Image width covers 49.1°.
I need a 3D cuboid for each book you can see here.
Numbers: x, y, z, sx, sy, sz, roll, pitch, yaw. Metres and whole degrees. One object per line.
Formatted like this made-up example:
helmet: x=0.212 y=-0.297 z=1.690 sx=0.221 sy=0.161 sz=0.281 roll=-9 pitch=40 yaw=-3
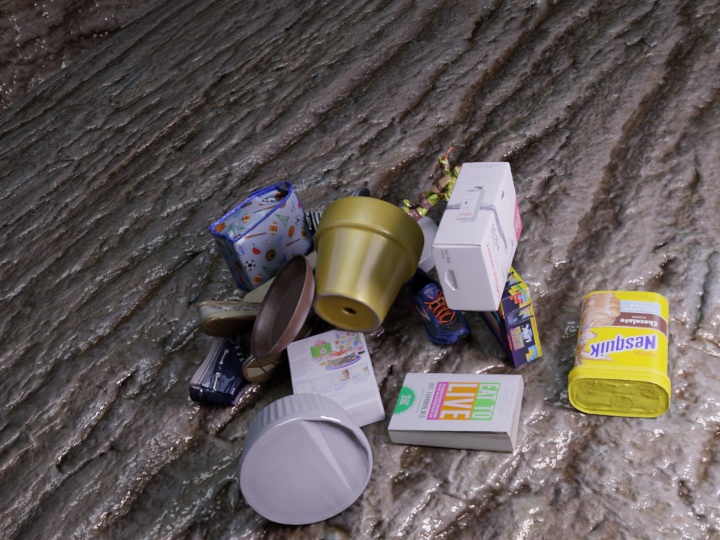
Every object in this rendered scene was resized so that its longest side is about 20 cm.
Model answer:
book: x=0.158 y=0.225 z=1.285 sx=0.199 sy=0.048 sz=0.134 roll=-3 pitch=37 yaw=23

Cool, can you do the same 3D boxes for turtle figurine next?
turtle figurine: x=0.164 y=-0.171 z=1.637 sx=0.161 sy=0.064 sz=0.200 roll=-37 pitch=30 yaw=20

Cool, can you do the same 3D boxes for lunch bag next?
lunch bag: x=-0.199 y=-0.072 z=1.687 sx=0.200 sy=0.170 sz=0.124 roll=-41 pitch=44 yaw=-23

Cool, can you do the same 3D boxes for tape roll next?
tape roll: x=0.072 y=-0.047 z=1.646 sx=0.202 sy=0.037 sz=0.203 roll=-12 pitch=39 yaw=10

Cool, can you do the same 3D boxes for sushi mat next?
sushi mat: x=-0.160 y=0.022 z=1.578 sx=0.200 sy=0.012 sz=0.096 roll=-32 pitch=17 yaw=15

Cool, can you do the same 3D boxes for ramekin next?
ramekin: x=-0.088 y=0.280 z=1.205 sx=0.202 sy=0.203 sz=0.094 roll=-21 pitch=27 yaw=-2

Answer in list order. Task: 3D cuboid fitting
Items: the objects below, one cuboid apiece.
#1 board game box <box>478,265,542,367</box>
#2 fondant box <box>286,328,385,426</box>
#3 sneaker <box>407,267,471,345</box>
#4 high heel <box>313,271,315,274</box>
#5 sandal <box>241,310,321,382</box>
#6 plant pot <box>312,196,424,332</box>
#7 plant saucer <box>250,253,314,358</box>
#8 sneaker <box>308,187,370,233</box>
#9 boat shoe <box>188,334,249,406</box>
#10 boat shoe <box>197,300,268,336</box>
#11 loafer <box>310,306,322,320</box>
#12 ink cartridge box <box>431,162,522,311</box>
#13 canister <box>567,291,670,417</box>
board game box: x=0.235 y=0.041 z=1.367 sx=0.056 sy=0.166 sz=0.200 roll=-22 pitch=38 yaw=-4
fondant box: x=-0.047 y=0.193 z=1.392 sx=0.144 sy=0.058 sz=0.200 roll=-17 pitch=39 yaw=1
sneaker: x=0.134 y=0.065 z=1.452 sx=0.075 sy=0.079 sz=0.200 roll=-29 pitch=39 yaw=-11
high heel: x=-0.039 y=-0.018 z=1.625 sx=0.096 sy=0.068 sz=0.200 roll=1 pitch=30 yaw=19
sandal: x=-0.153 y=0.138 z=1.485 sx=0.054 sy=0.081 sz=0.200 roll=26 pitch=50 yaw=30
plant pot: x=0.000 y=0.000 z=1.428 sx=0.200 sy=0.201 sz=0.190 roll=2 pitch=57 yaw=25
plant saucer: x=-0.132 y=0.068 z=1.396 sx=0.201 sy=0.037 sz=0.201 roll=-49 pitch=25 yaw=33
sneaker: x=-0.050 y=-0.133 z=1.737 sx=0.115 sy=0.076 sz=0.201 roll=1 pitch=23 yaw=20
boat shoe: x=-0.241 y=0.176 z=1.498 sx=0.092 sy=0.075 sz=0.200 roll=11 pitch=47 yaw=14
boat shoe: x=-0.214 y=0.084 z=1.514 sx=0.199 sy=0.073 sz=0.063 roll=4 pitch=43 yaw=-37
loafer: x=-0.118 y=0.055 z=1.577 sx=0.199 sy=0.070 sz=0.070 roll=4 pitch=45 yaw=27
ink cartridge box: x=0.188 y=-0.054 z=1.249 sx=0.082 sy=0.147 sz=0.200 roll=2 pitch=45 yaw=25
canister: x=0.415 y=0.127 z=1.256 sx=0.148 sy=0.087 sz=0.200 roll=0 pitch=41 yaw=22
